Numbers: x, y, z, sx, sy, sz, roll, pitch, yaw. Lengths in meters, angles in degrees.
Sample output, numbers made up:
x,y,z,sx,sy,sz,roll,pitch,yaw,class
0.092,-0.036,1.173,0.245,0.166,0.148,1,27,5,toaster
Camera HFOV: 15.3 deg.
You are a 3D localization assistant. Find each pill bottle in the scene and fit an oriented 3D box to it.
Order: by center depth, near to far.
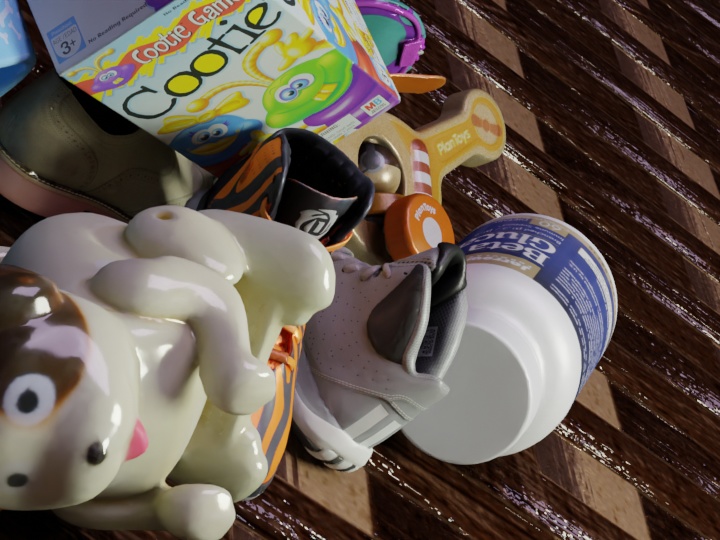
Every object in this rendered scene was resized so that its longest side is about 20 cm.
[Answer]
x,y,z,sx,sy,sz,roll,pitch,yaw,class
0.078,0.041,1.529,0.111,0.111,0.200,44,21,0,pill bottle

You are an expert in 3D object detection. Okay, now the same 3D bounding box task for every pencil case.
x,y,z,sx,sy,sz,roll,pitch,yaw,class
-0.012,-0.201,1.859,0.092,0.085,0.200,16,31,-21,pencil case

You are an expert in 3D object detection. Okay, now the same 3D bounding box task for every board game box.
x,y,z,sx,sy,sz,roll,pitch,yaw,class
-0.079,-0.131,1.352,0.200,0.105,0.103,33,29,-60,board game box

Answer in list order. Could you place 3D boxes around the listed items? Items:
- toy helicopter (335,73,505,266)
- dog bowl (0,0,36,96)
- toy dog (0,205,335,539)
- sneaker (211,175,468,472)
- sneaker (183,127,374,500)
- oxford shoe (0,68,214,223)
x,y,z,sx,sy,sz,roll,pitch,yaw,class
0.025,-0.071,1.550,0.200,0.079,0.133,-32,101,-54,toy helicopter
-0.221,-0.091,1.245,0.050,0.111,0.200,58,22,1,dog bowl
-0.121,0.036,1.148,0.194,0.140,0.200,33,20,8,toy dog
0.000,0.000,1.421,0.075,0.115,0.200,29,34,-55,sneaker
-0.048,0.008,1.313,0.077,0.112,0.201,20,47,-26,sneaker
-0.119,-0.064,1.417,0.071,0.074,0.200,49,20,21,oxford shoe
